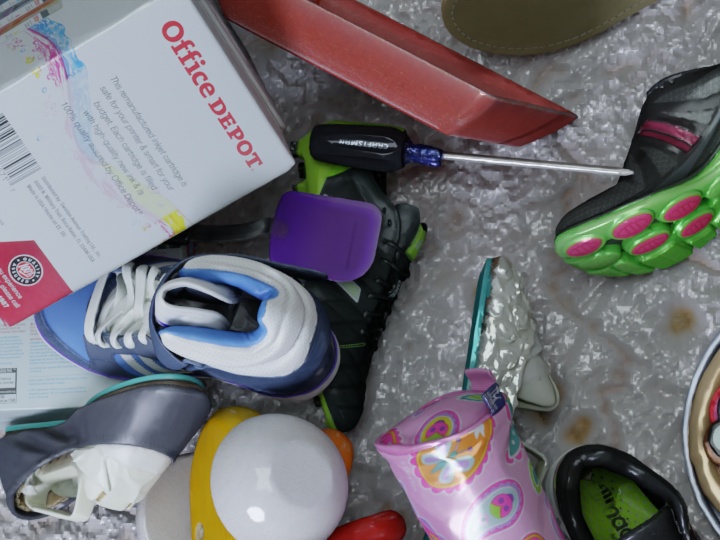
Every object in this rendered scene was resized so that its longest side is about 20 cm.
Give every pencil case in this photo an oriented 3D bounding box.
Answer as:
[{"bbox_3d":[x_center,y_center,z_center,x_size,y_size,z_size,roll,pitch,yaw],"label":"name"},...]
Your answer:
[{"bbox_3d":[0.083,0.160,1.647,0.087,0.087,0.200,-24,104,3],"label":"pencil case"}]

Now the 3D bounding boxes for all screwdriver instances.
[{"bbox_3d":[0.065,-0.065,1.736,0.200,0.028,0.029,10,54,17],"label":"screwdriver"}]

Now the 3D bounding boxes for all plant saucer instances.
[{"bbox_3d":[0.016,-0.127,1.737,0.199,0.200,0.037,29,99,16],"label":"plant saucer"}]

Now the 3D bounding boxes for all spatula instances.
[{"bbox_3d":[-0.089,-0.024,1.746,0.200,0.021,0.057,3,62,13],"label":"spatula"}]

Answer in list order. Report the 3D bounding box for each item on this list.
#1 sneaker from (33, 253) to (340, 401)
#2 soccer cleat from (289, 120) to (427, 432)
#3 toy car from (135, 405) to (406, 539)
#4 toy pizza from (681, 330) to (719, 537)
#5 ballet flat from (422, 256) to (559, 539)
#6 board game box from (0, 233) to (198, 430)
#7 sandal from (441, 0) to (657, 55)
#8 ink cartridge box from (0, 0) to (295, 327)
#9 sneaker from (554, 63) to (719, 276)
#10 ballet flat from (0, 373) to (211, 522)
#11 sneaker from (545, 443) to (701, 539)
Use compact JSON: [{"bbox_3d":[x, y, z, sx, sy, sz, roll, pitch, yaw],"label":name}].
[{"bbox_3d":[-0.114,0.018,1.669,0.200,0.146,0.081,12,76,16],"label":"sneaker"},{"bbox_3d":[0.000,0.000,1.765,0.081,0.068,0.200,-5,70,8],"label":"soccer cleat"},{"bbox_3d":[-0.043,0.183,1.687,0.150,0.175,0.200,11,72,-25],"label":"toy car"},{"bbox_3d":[0.289,0.094,1.702,0.200,0.032,0.200,-3,74,10],"label":"toy pizza"},{"bbox_3d":[0.083,0.095,1.727,0.072,0.072,0.200,11,82,13],"label":"ballet flat"},{"bbox_3d":[-0.176,-0.005,1.799,0.147,0.064,0.200,-2,75,9],"label":"board game box"},{"bbox_3d":[0.147,-0.198,1.807,0.211,0.078,0.070,-16,40,-2],"label":"sandal"},{"bbox_3d":[-0.165,-0.098,1.684,0.200,0.145,0.145,-28,35,5],"label":"ink cartridge box"},{"bbox_3d":[0.197,-0.070,1.755,0.200,0.077,0.084,-38,53,-5],"label":"sneaker"},{"bbox_3d":[-0.154,0.113,1.713,0.200,0.073,0.073,-20,64,50],"label":"ballet flat"},{"bbox_3d":[0.175,0.176,1.669,0.074,0.087,0.200,-37,71,-2],"label":"sneaker"}]
